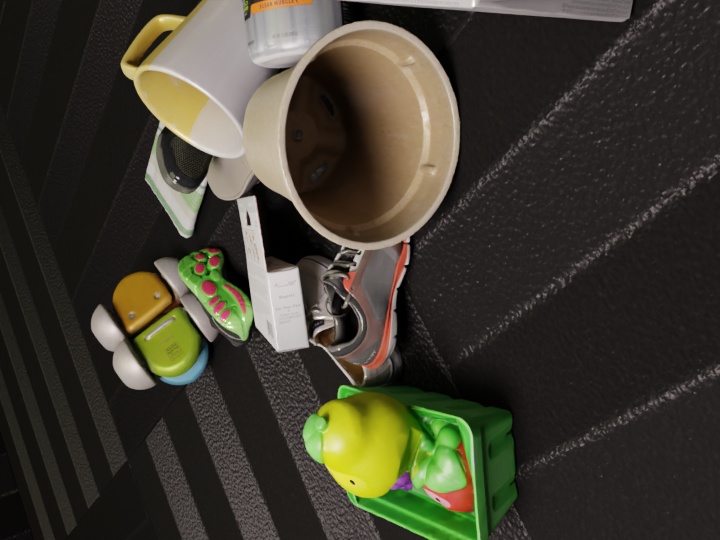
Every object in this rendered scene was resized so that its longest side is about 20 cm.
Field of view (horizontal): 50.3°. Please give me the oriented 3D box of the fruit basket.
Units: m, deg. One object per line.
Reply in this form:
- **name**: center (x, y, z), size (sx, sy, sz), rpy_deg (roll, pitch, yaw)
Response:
- **fruit basket**: center (0.033, 0.187, 0.760), size (0.213, 0.212, 0.160), rpy_deg (5, 103, 49)

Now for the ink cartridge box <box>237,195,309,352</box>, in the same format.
- **ink cartridge box**: center (-0.112, -0.004, 0.950), size (0.200, 0.042, 0.179), rpy_deg (-164, 67, -75)

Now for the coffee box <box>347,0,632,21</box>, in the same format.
- **coffee box**: center (0.084, -0.299, 0.567), size (0.198, 0.197, 0.203), rpy_deg (23, 117, 44)

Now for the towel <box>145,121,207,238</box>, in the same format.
- **towel**: center (-0.268, -0.172, 1.173), size (0.150, 0.030, 0.202), rpy_deg (51, 132, 26)

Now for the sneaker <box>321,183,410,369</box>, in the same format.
- **sneaker**: center (0.000, 0.000, 0.819), size (0.076, 0.080, 0.206), rpy_deg (-10, 75, 49)

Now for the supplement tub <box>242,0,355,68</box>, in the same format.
- **supplement tub**: center (-0.070, -0.326, 0.811), size (0.121, 0.121, 0.206), rpy_deg (3, 102, 49)

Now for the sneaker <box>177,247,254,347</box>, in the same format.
- **sneaker**: center (-0.211, 0.039, 1.114), size (0.201, 0.075, 0.085), rpy_deg (52, 154, 44)

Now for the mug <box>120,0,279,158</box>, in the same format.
- **mug**: center (-0.176, -0.250, 0.892), size (0.184, 0.156, 0.149), rpy_deg (32, 160, -9)

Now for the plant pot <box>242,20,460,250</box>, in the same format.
- **plant pot**: center (-0.031, -0.137, 0.778), size (0.182, 0.196, 0.207), rpy_deg (18, 114, 58)

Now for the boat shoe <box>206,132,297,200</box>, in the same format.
- **boat shoe**: center (-0.142, -0.147, 1.009), size (0.199, 0.056, 0.068), rpy_deg (-27, 92, 55)

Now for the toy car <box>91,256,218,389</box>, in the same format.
- **toy car**: center (-0.309, 0.098, 1.210), size (0.200, 0.174, 0.151), rpy_deg (45, 166, 32)

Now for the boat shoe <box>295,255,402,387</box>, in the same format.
- **boat shoe**: center (-0.033, 0.060, 0.908), size (0.201, 0.069, 0.072), rpy_deg (52, 135, 28)

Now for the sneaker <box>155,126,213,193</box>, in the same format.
- **sneaker**: center (-0.197, -0.197, 0.984), size (0.113, 0.075, 0.203), rpy_deg (-32, 34, 43)
